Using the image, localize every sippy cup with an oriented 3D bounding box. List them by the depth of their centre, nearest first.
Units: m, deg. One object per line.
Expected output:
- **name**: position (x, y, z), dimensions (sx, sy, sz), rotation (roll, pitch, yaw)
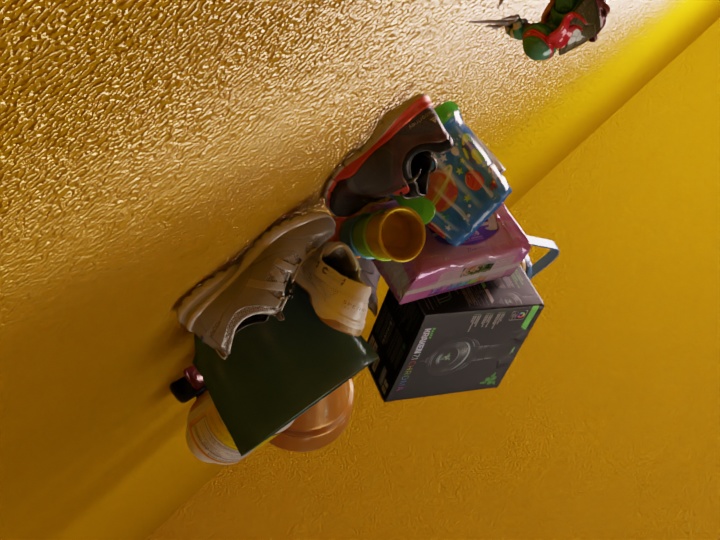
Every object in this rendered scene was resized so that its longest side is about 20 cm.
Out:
- **sippy cup**: position (0.103, -0.106, 1.196), dimensions (0.178, 0.130, 0.140), rotation (-44, 177, -20)

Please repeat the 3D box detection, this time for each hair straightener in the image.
- **hair straightener**: position (-0.222, 0.151, 1.492), dimensions (0.077, 0.041, 0.200), rotation (-44, 177, 24)

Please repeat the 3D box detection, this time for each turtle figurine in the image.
- **turtle figurine**: position (0.189, -0.256, 0.956), dimensions (0.200, 0.101, 0.150), rotation (-44, 175, -26)

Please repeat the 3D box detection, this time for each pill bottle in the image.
- **pill bottle**: position (-0.171, 0.201, 1.406), dimensions (0.109, 0.110, 0.200), rotation (-34, 177, -41)

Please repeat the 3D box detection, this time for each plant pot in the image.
- **plant pot**: position (-0.103, 0.094, 1.201), dimensions (0.199, 0.162, 0.201), rotation (-35, 175, -3)
- **plant pot**: position (-0.101, 0.188, 1.801), dimensions (0.199, 0.200, 0.184), rotation (-36, 156, -31)

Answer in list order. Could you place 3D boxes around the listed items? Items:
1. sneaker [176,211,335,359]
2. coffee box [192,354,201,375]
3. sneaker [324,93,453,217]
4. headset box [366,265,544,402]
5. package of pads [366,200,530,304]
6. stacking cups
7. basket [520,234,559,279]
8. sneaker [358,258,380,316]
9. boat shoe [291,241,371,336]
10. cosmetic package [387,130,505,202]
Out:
- **sneaker**: position (-0.099, 0.015, 1.094), dimensions (0.199, 0.082, 0.075), rotation (-40, 173, -12)
- **coffee box**: position (-0.133, 0.063, 1.363), dimensions (0.199, 0.044, 0.123), rotation (-39, 173, -24)
- **sneaker**: position (0.029, -0.099, 1.077), dimensions (0.077, 0.082, 0.200), rotation (-35, 173, -38)
- **headset box**: position (0.126, 0.078, 1.355), dimensions (0.197, 0.093, 0.175), rotation (-3, 136, -27)
- **package of pads**: position (0.103, -0.037, 1.271), dimensions (0.198, 0.121, 0.076), rotation (-14, 150, -34)
- **stacking cups**: position (0.001, -0.036, 1.169), dimensions (0.060, 0.061, 0.199), rotation (-37, -166, -23)
- **basket**: position (0.181, 0.003, 1.483), dimensions (0.199, 0.140, 0.176), rotation (18, 127, -45)
- **sneaker**: position (0.000, 0.000, 1.367), dimensions (0.200, 0.074, 0.117), rotation (15, 82, -77)
- **boat shoe**: position (-0.031, 0.001, 1.145), dimensions (0.070, 0.070, 0.200), rotation (-62, -149, 13)
- **cosmetic package**: position (0.105, -0.101, 1.459), dimensions (0.103, 0.087, 0.200), rotation (-36, 172, -39)
